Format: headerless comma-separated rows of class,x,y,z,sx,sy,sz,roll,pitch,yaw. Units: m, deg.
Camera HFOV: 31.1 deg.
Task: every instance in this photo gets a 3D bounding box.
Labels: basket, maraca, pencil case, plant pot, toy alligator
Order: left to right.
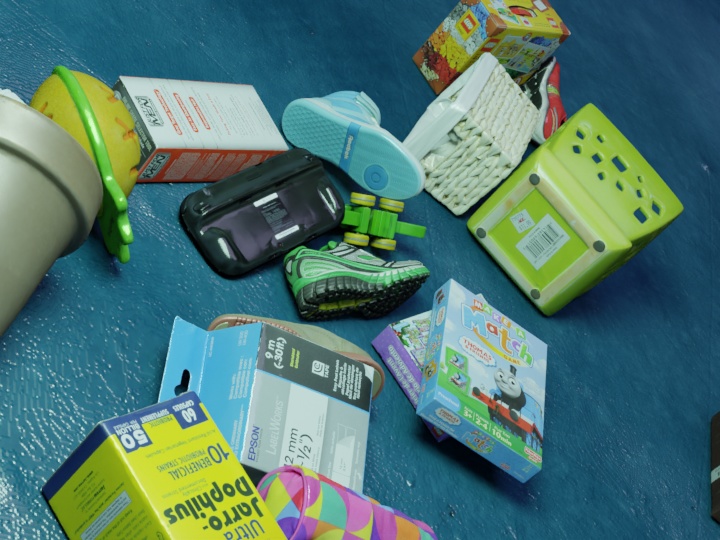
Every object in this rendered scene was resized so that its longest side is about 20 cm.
plant pot,-0.332,-0.027,1.063,0.199,0.200,0.176,29,54,-22
maraca,-0.262,-0.104,1.254,0.106,0.137,0.201,-20,74,-18
pencil case,-0.016,0.239,1.156,0.199,0.088,0.089,30,36,-40
toy alligator,-0.013,-0.063,1.537,0.199,0.060,0.054,9,3,-32
basket,0.150,-0.184,1.757,0.123,0.135,0.200,45,34,-7
plant pot,0.274,-0.070,1.718,0.199,0.200,0.181,49,40,5

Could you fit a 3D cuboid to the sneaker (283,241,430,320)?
sneaker,0.000,0.000,1.456,0.199,0.078,0.086,1,53,-45

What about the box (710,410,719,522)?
box,0.578,0.262,1.709,0.164,0.166,0.200,38,34,-11

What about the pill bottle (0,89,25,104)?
pill bottle,-0.406,-0.184,1.192,0.200,0.111,0.112,41,34,-5

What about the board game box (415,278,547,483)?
board game box,0.140,0.119,1.445,0.151,0.037,0.201,34,36,-17

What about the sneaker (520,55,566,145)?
sneaker,0.291,-0.261,2.050,0.085,0.077,0.201,42,40,-23

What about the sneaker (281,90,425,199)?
sneaker,0.014,-0.165,1.608,0.199,0.080,0.130,33,30,14

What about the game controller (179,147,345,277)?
game controller,-0.103,-0.066,1.422,0.199,0.042,0.105,-28,90,-39

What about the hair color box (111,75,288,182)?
hair color box,-0.184,-0.155,1.439,0.199,0.061,0.102,-4,57,-49

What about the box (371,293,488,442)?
box,0.116,0.108,1.499,0.199,0.039,0.137,-14,65,-52

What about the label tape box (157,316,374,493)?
label tape box,-0.087,0.132,1.210,0.199,0.066,0.144,26,55,-29

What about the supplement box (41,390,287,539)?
supplement box,-0.147,0.218,1.048,0.109,0.110,0.201,-16,67,-52

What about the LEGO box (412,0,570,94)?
LEGO box,0.199,-0.340,1.951,0.199,0.149,0.077,-8,59,-49

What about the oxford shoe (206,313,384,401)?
oxford shoe,-0.073,0.085,1.320,0.199,0.071,0.074,23,14,-28
